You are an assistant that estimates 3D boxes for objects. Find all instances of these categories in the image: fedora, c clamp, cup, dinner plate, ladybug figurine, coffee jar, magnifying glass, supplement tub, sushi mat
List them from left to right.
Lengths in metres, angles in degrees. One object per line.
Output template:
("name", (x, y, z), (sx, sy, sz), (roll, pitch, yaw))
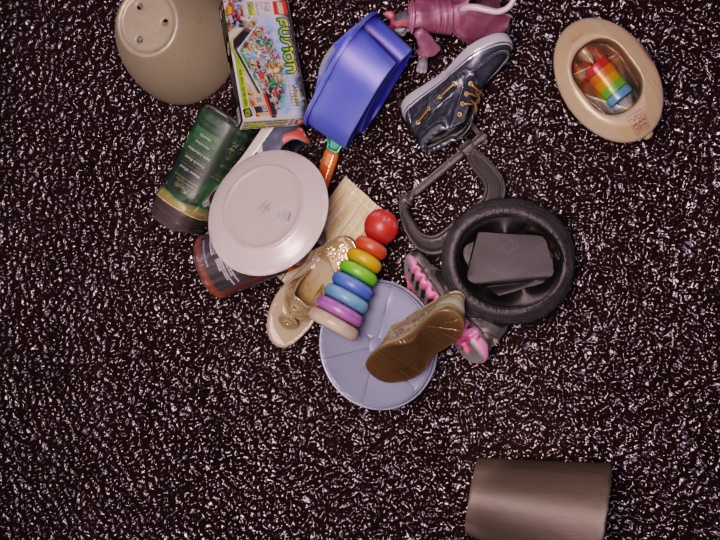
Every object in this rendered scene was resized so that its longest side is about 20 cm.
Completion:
("cup", (-0.305, -0.372, 1.420), (0.195, 0.143, 0.206), (0, 93, 10))
("coffee jar", (-0.251, -0.154, 1.436), (0.084, 0.104, 0.203), (31, 96, 11))
("supplement tub", (-0.155, -0.037, 1.414), (0.196, 0.107, 0.109), (-21, 88, 15))
("dinner plate", (-0.143, -0.092, 1.355), (0.195, 0.024, 0.205), (-5, 71, 15))
("sushi mat", (-0.049, -0.042, 1.448), (0.095, 0.012, 0.201), (38, 98, 7))
("magnifying glass", (-0.037, -0.209, 1.438), (0.078, 0.022, 0.204), (21, 94, 9))
("c clamp", (0.133, -0.132, 1.401), (0.200, 0.027, 0.171), (-44, 75, 6))
("fedora", (0.219, -0.014, 1.356), (0.195, 0.092, 0.206), (0, 92, 6))
("ladybug figurine", (0.363, -0.274, 1.331), (0.134, 0.072, 0.202), (-33, 85, 9))

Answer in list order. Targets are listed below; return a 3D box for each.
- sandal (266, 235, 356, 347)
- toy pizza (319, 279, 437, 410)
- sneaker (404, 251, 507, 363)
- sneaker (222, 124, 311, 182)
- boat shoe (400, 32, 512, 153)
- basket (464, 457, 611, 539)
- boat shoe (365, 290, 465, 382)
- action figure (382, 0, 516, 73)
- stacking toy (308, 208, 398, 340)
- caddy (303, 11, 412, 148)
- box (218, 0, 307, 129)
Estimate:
("sandal", (-0.085, 0.032, 1.414), (0.077, 0.070, 0.213), (41, 98, 7))
("toy pizza", (0.029, 0.116, 1.424), (0.196, 0.032, 0.206), (1, 93, 19))
("sneaker", (0.149, 0.042, 1.393), (0.095, 0.079, 0.201), (-37, 80, -18))
("sneaker", (-0.151, -0.146, 1.429), (0.084, 0.075, 0.202), (36, 98, 17))
("boat shoe", (0.158, -0.262, 1.359), (0.199, 0.070, 0.092), (-35, 61, 19))
("basket", (0.261, 0.358, 1.345), (0.195, 0.136, 0.185), (9, 90, 14))
("boat shoe", (0.086, 0.102, 1.348), (0.073, 0.063, 0.199), (42, 127, -16))
("action figure", (0.129, -0.372, 1.342), (0.195, 0.149, 0.137), (-7, 97, -3))
("stacking toy", (0.000, 0.000, 1.377), (0.084, 0.085, 0.203), (26, 86, 8))
("caddy", (-0.013, -0.283, 1.335), (0.104, 0.142, 0.201), (37, 128, 3))
("box", (-0.150, -0.323, 1.402), (0.108, 0.035, 0.205), (-7, 78, -20))
